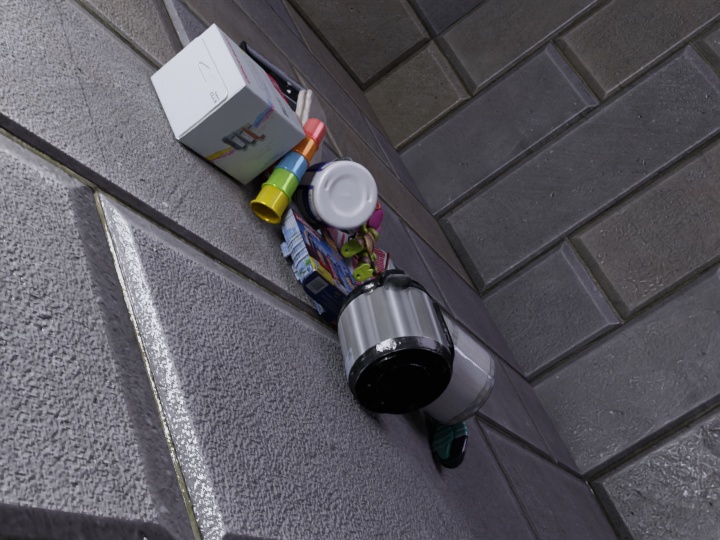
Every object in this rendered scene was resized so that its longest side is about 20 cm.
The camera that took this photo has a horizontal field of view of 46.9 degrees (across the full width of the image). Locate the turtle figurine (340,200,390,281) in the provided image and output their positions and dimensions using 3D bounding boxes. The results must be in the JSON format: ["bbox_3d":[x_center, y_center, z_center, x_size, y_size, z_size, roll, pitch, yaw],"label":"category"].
[{"bbox_3d":[0.005,-0.056,1.591,0.161,0.063,0.203,-58,141,-65],"label":"turtle figurine"}]

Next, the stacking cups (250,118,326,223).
[{"bbox_3d":[-0.114,-0.175,1.429,0.060,0.201,0.061,25,-25,12],"label":"stacking cups"}]

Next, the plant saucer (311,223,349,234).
[{"bbox_3d":[-0.046,-0.048,1.723,0.201,0.036,0.200,53,14,-18],"label":"plant saucer"}]

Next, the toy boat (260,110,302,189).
[{"bbox_3d":[-0.175,-0.224,1.540,0.129,0.131,0.201,12,34,-27],"label":"toy boat"}]

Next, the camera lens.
[{"bbox_3d":[0.140,0.175,1.536,0.199,0.160,0.160,39,17,-20],"label":"camera lens"}]

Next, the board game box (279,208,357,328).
[{"bbox_3d":[-0.076,-0.011,1.454,0.200,0.061,0.201,43,17,-47],"label":"board game box"}]

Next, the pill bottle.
[{"bbox_3d":[-0.056,-0.140,1.532,0.120,0.120,0.200,52,-12,-18],"label":"pill bottle"}]

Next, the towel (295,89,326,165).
[{"bbox_3d":[-0.111,-0.253,1.683,0.133,0.034,0.203,50,46,-69],"label":"towel"}]

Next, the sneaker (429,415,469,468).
[{"bbox_3d":[0.181,0.325,1.580,0.201,0.074,0.088,-89,153,-65],"label":"sneaker"}]

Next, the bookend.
[{"bbox_3d":[-0.188,-0.348,1.709,0.198,0.092,0.201,34,22,-26],"label":"bookend"}]

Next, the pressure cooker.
[{"bbox_3d":[0.050,0.106,1.349,0.178,0.175,0.201,41,22,-38],"label":"pressure cooker"}]

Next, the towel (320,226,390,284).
[{"bbox_3d":[0.000,0.000,1.635,0.199,0.023,0.146,26,47,-42],"label":"towel"}]

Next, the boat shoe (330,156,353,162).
[{"bbox_3d":[-0.040,-0.192,1.753,0.073,0.061,0.201,51,33,-15],"label":"boat shoe"}]

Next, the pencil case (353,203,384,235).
[{"bbox_3d":[-0.025,-0.151,1.862,0.094,0.091,0.200,39,5,-40],"label":"pencil case"}]

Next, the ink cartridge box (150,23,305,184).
[{"bbox_3d":[-0.216,-0.269,1.367,0.146,0.144,0.200,62,13,27],"label":"ink cartridge box"}]

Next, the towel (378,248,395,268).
[{"bbox_3d":[0.061,0.030,1.914,0.201,0.048,0.171,59,12,12],"label":"towel"}]
